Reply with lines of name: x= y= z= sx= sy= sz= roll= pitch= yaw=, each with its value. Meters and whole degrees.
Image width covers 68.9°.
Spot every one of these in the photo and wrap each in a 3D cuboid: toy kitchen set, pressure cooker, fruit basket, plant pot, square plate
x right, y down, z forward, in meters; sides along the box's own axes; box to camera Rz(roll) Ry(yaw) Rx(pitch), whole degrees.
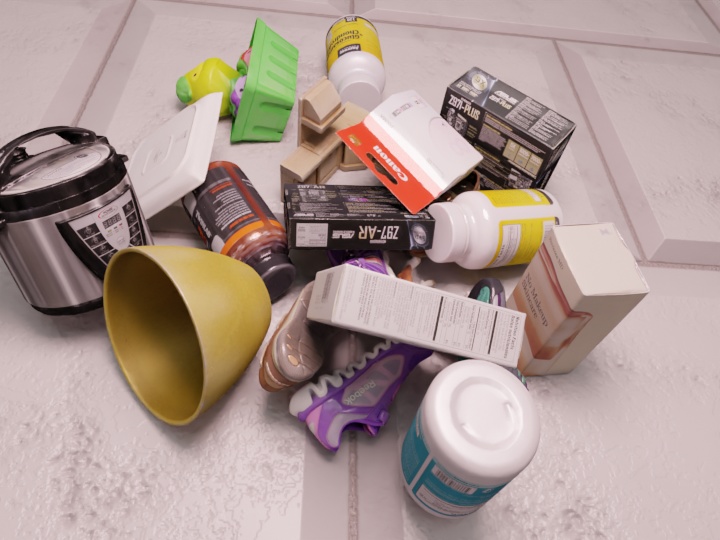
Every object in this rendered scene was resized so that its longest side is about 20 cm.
toy kitchen set: x=-0.004 y=-0.189 z=0.829 sx=0.178 sy=0.165 sz=0.201 roll=29 pitch=56 yaw=14
pressure cooker: x=-0.363 y=-0.069 z=0.646 sx=0.175 sy=0.204 sz=0.176 roll=-16 pitch=32 yaw=-13
fruit basket: x=-0.220 y=-0.336 z=0.931 sx=0.211 sy=0.156 sz=0.219 roll=15 pitch=50 yaw=-19
plant pot: x=-0.189 y=0.058 z=0.627 sx=0.199 sy=0.202 sz=0.141 roll=41 pitch=36 yaw=22
square plate: x=-0.294 y=-0.166 z=0.786 sx=0.195 sy=0.028 sz=0.204 roll=-24 pitch=48 yaw=26

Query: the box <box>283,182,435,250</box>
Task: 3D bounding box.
box: x=-0.010 y=-0.080 z=0.748 sx=0.195 sy=0.045 sz=0.161 roll=0 pitch=25 yaw=-12

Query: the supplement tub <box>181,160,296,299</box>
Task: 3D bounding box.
supplement tub: x=-0.169 y=-0.054 z=0.743 sx=0.105 sy=0.108 sz=0.201 roll=-26 pitch=62 yaw=-24

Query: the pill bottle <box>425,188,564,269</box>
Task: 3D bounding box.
pill bottle: x=0.192 y=-0.061 z=0.774 sx=0.196 sy=0.112 sz=0.113 roll=-5 pitch=53 yaw=-27

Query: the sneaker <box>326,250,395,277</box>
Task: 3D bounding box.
sneaker: x=0.000 y=0.000 z=0.710 sx=0.081 sy=0.083 sz=0.200 roll=-51 pitch=41 yaw=10

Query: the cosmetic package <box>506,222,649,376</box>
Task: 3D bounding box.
cosmetic package: x=0.258 y=0.044 z=0.670 sx=0.085 sy=0.202 sz=0.105 roll=-3 pitch=53 yaw=-11

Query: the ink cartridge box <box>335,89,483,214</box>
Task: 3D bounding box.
ink cartridge box: x=0.079 y=-0.182 z=0.767 sx=0.163 sy=0.057 sz=0.199 roll=46 pitch=36 yaw=6

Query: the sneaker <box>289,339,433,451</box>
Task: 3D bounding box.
sneaker: x=0.015 y=0.150 z=0.643 sx=0.197 sy=0.081 sz=0.089 roll=-28 pitch=66 yaw=-18

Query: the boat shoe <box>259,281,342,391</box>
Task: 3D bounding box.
boat shoe: x=-0.073 y=0.077 z=0.657 sx=0.076 sy=0.072 sz=0.200 roll=48 pitch=27 yaw=-4

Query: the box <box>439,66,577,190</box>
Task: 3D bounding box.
box: x=0.224 y=-0.207 z=0.874 sx=0.199 sy=0.165 sz=0.086 roll=38 pitch=58 yaw=20

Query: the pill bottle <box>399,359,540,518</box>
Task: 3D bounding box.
pill bottle: x=0.101 y=0.186 z=0.546 sx=0.108 sy=0.202 sz=0.113 roll=4 pitch=53 yaw=-5

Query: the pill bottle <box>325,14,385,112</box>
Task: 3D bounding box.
pill bottle: x=-0.010 y=-0.387 z=1.006 sx=0.109 sy=0.113 sz=0.203 roll=0 pitch=53 yaw=-8

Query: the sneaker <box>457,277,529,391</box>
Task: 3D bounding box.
sneaker: x=0.169 y=0.112 z=0.652 sx=0.085 sy=0.074 sz=0.205 roll=5 pitch=96 yaw=-17

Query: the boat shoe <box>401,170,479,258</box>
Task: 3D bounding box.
boat shoe: x=0.127 y=-0.098 z=0.837 sx=0.075 sy=0.072 sz=0.200 roll=33 pitch=56 yaw=17

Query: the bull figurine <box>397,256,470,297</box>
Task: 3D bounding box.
bull figurine: x=0.128 y=0.061 z=0.727 sx=0.196 sy=0.066 sz=0.123 roll=20 pitch=51 yaw=5

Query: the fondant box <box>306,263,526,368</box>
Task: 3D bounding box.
fondant box: x=0.051 y=0.049 z=0.562 sx=0.196 sy=0.144 sz=0.060 roll=16 pitch=83 yaw=-15
